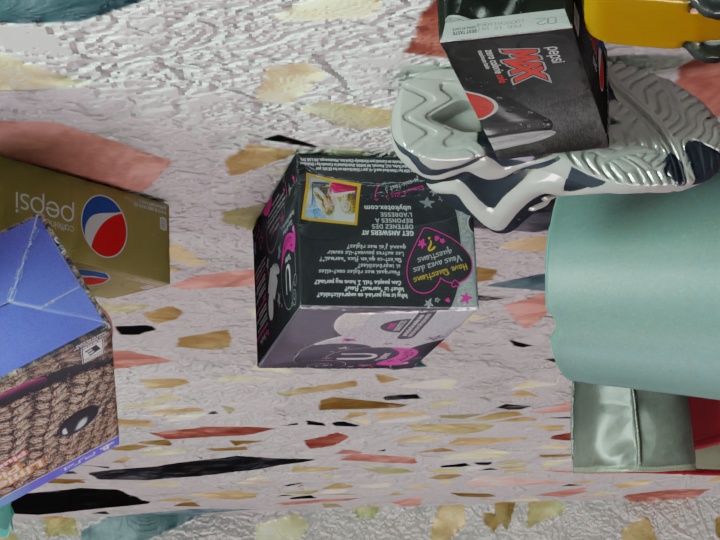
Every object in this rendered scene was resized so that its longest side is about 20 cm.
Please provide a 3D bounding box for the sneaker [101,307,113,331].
[{"bbox_3d":[-0.275,0.040,1.517,0.200,0.076,0.105,14,163,-39],"label":"sneaker"}]

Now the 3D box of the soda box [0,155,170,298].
[{"bbox_3d":[-0.224,-0.031,1.268,0.068,0.064,0.200,-12,163,36],"label":"soda box"}]

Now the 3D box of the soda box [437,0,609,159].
[{"bbox_3d":[0.089,-0.119,0.963,0.071,0.063,0.200,-5,165,12],"label":"soda box"}]

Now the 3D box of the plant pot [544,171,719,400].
[{"bbox_3d":[0.240,0.006,1.262,0.196,0.201,0.200,2,168,21],"label":"plant pot"}]

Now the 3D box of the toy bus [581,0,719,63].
[{"bbox_3d":[0.201,-0.146,0.838,0.200,0.078,0.065,-4,165,7],"label":"toy bus"}]

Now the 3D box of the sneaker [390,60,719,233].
[{"bbox_3d":[0.119,-0.071,1.126,0.199,0.080,0.130,-2,167,1],"label":"sneaker"}]

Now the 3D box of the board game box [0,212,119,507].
[{"bbox_3d":[-0.255,0.077,1.215,0.159,0.097,0.200,-28,159,-18],"label":"board game box"}]

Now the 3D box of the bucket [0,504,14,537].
[{"bbox_3d":[-0.529,0.260,2.234,0.207,0.135,0.207,-2,165,0],"label":"bucket"}]

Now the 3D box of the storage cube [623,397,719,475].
[{"bbox_3d":[0.316,0.072,1.520,0.171,0.180,0.200,5,163,-26],"label":"storage cube"}]

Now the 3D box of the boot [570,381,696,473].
[{"bbox_3d":[0.236,0.052,1.384,0.182,0.200,0.073,-11,164,33],"label":"boot"}]

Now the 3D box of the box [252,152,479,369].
[{"bbox_3d":[0.000,0.000,1.317,0.132,0.115,0.200,1,166,-12],"label":"box"}]
